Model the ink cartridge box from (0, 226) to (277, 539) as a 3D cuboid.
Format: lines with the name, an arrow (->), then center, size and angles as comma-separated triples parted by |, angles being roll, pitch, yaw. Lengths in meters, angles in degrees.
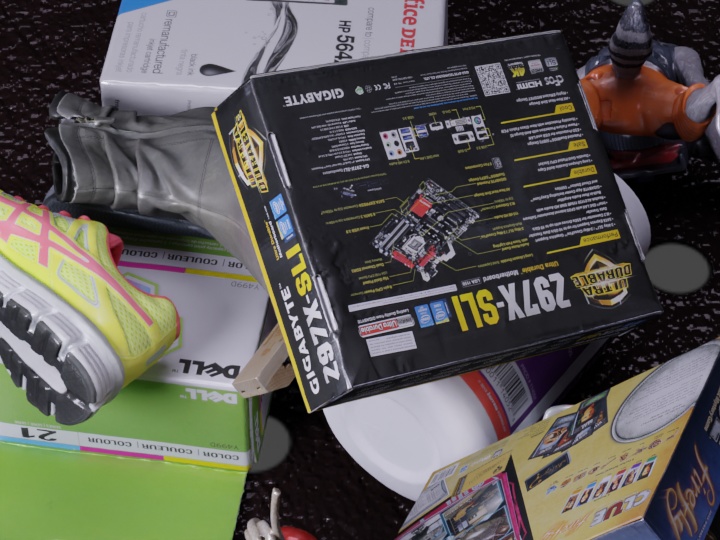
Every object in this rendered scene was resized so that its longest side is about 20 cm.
ink cartridge box -> -0.127, 0.076, 1.178 | 0.146, 0.076, 0.201 | 6, 47, 5

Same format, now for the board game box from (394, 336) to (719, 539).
board game box -> 0.086, 0.115, 1.025 | 0.035, 0.199, 0.136 | 49, 42, -13

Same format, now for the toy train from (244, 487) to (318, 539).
toy train -> -0.081, 0.150, 1.032 | 0.115, 0.201, 0.085 | 10, 48, 14

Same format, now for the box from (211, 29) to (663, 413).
box -> 0.040, -0.029, 1.109 | 0.199, 0.049, 0.161 | -12, 79, -33

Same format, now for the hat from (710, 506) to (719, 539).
hat -> 0.213, 0.117, 1.130 | 0.200, 0.202, 0.081 | -30, 13, -25

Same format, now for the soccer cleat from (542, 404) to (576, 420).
soccer cleat -> 0.119, 0.157, 1.103 | 0.068, 0.086, 0.201 | -6, 48, -7

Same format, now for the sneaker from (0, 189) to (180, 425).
sneaker -> -0.171, -0.003, 1.158 | 0.090, 0.079, 0.200 | -28, 58, -34

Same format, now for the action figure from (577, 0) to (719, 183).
action figure -> 0.185, -0.105, 1.285 | 0.198, 0.106, 0.193 | -9, 5, 8

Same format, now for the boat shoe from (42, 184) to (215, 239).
boat shoe -> -0.082, -0.018, 1.280 | 0.198, 0.074, 0.067 | 17, 34, 2

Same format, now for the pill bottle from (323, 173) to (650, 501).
pill bottle -> 0.073, 0.026, 1.203 | 0.112, 0.113, 0.200 | 28, 53, 23

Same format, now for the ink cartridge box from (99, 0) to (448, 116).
ink cartridge box -> -0.046, -0.115, 1.336 | 0.198, 0.085, 0.147 | 2, 38, 2

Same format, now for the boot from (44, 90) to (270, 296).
boot -> -0.099, -0.038, 1.174 | 0.129, 0.068, 0.200 | 2, 23, -17

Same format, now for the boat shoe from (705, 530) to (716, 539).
boat shoe -> 0.090, 0.178, 1.047 | 0.199, 0.076, 0.074 | -36, 32, 18

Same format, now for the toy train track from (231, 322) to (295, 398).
toy train track -> 0.000, 0.000, 1.184 | 0.114, 0.033, 0.200 | -17, 30, 51
